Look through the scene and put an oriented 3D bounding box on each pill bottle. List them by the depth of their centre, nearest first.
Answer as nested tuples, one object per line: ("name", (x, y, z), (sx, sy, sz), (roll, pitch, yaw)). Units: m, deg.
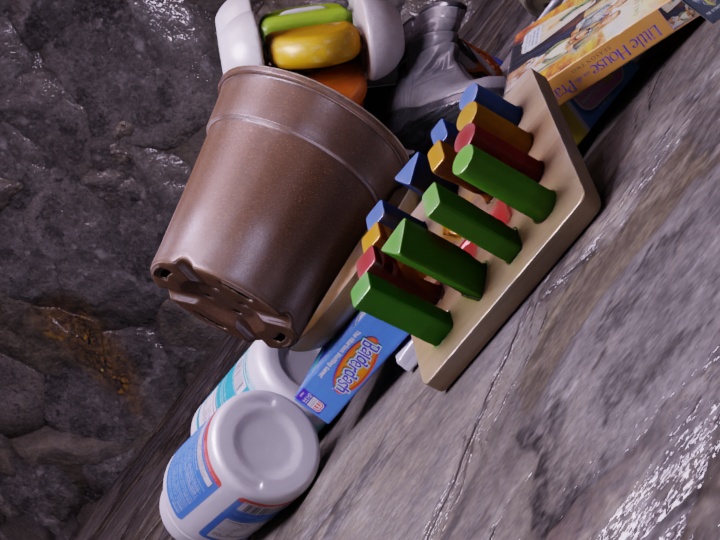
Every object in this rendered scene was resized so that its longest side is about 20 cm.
("pill bottle", (-0.124, 0.199, 1.729), (0.112, 0.112, 0.200), (-58, 8, -34))
("pill bottle", (-0.102, 0.150, 1.842), (0.200, 0.111, 0.111), (-49, 7, 40))

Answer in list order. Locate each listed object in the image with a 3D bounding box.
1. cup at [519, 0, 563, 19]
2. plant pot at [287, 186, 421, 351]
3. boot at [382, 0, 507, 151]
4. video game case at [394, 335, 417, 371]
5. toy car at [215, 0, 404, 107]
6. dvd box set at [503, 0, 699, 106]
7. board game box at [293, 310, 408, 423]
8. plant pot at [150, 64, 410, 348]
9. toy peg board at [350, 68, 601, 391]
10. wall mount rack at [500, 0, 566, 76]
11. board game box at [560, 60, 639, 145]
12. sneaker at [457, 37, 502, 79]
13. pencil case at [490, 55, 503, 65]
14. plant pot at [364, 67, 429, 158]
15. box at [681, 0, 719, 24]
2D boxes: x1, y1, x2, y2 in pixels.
("cup", (0.221, -0.343, 1.889), (0.200, 0.199, 0.144), (136, 143, -60))
("plant pot", (0.000, 0.000, 1.690), (0.200, 0.027, 0.200), (-53, 6, 8))
("boot", (0.082, -0.195, 1.692), (0.200, 0.070, 0.132), (-9, 68, 55))
("video game case", (0.078, 0.014, 1.656), (0.143, 0.018, 0.200), (-53, 6, 6))
("toy car", (-0.047, -0.197, 1.759), (0.200, 0.174, 0.151), (-109, 11, -68))
("dvd box set", (0.209, -0.209, 1.511), (0.200, 0.029, 0.147), (-32, 23, 28))
("board game box", (0.022, 0.031, 1.687), (0.152, 0.045, 0.200), (-50, 7, 37))
("plant pot", (-0.084, -0.049, 1.653), (0.199, 0.200, 0.200), (-63, 8, -19))
("toy peg board", (0.068, -0.052, 1.402), (0.200, 0.098, 0.200), (-51, 27, 24))
("wall mount rack", (0.177, -0.196, 1.854), (0.200, 0.074, 0.174), (-52, 9, 13))
("board game box", (0.144, -0.102, 1.578), (0.200, 0.040, 0.153), (-51, 7, -17))
("sneaker", (0.114, -0.144, 1.751), (0.092, 0.075, 0.200), (-55, 37, 21))
("pencil case", (0.143, -0.202, 2.077), (0.078, 0.087, 0.200), (-30, 11, 9))
("plant pot", (0.019, -0.133, 1.936), (0.177, 0.199, 0.201), (-168, 71, -67))
("box", (0.314, -0.277, 1.287), (0.158, 0.051, 0.200), (-57, 7, -17))
